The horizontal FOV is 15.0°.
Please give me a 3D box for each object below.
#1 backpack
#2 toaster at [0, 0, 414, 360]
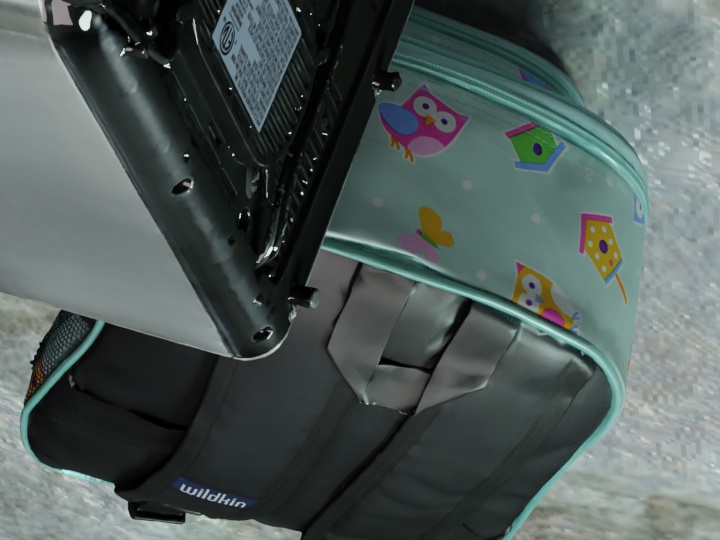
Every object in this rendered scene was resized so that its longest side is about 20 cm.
[{"bbox_3d":[0.000,0.000,0.862,0.175,0.154,0.200,21,157,-9],"label":"backpack"},{"bbox_3d":[-0.062,-0.101,0.699,0.118,0.182,0.200,10,154,20],"label":"toaster"}]
